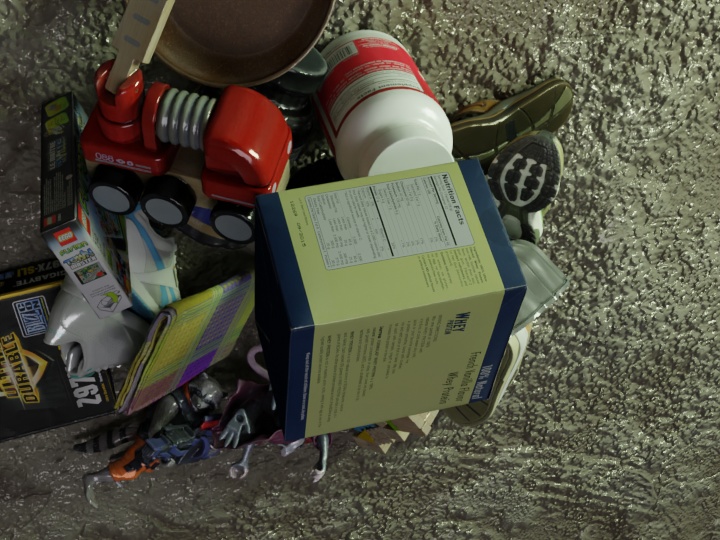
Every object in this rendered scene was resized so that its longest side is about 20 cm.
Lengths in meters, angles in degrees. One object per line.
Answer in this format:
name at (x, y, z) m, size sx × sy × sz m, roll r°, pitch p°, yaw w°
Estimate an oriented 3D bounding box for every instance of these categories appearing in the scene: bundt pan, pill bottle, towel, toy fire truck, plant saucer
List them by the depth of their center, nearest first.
toy fire truck at (-0.145, -0.144, 1.033) m, size 0.174 × 0.130 × 0.201 m, roll 14°, pitch 147°, yaw 7°
plant saucer at (-0.112, -0.262, 1.071) m, size 0.197 × 0.037 × 0.203 m, roll 2°, pitch 102°, yaw 10°
pill bottle at (0.022, -0.136, 1.156) m, size 0.111 × 0.201 × 0.113 m, roll -8°, pitch 127°, yaw -11°
pill bottle at (-0.112, -0.129, 1.180) m, size 0.111 × 0.112 × 0.201 m, roll 14°, pitch 122°, yaw -28°
towel at (-0.173, 0.066, 1.293) m, size 0.200 × 0.023 × 0.145 m, roll -31°, pitch 153°, yaw -58°
bundt pan at (0.123, 0.038, 1.320) m, size 0.201 × 0.202 × 0.076 m, roll -37°, pitch 91°, yaw 12°

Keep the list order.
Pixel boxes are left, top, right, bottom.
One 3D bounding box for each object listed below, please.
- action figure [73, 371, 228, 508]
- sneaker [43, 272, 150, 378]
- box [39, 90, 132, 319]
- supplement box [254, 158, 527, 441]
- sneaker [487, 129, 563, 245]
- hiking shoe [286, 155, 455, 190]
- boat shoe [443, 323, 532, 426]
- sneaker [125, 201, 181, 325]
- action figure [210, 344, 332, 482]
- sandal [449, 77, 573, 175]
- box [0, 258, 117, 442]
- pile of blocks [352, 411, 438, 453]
action figure at (-0.236, 0.184, 1.392) m, size 0.193 × 0.105 × 0.200 m, roll -39°, pitch 165°, yaw 5°
sneaker at (-0.264, 0.077, 1.261) m, size 0.089 × 0.075 × 0.200 m, roll -63°, pitch 151°, yaw -15°
box at (-0.252, -0.063, 1.125) m, size 0.034 × 0.201 × 0.111 m, roll -21°, pitch 132°, yaw 4°
supplement box at (0.017, 0.028, 1.070) m, size 0.197 × 0.136 × 0.201 m, roll -10°, pitch 148°, yaw -12°
sneaker at (0.180, -0.105, 1.300) m, size 0.076 × 0.089 × 0.200 m, roll 25°, pitch 157°, yaw 7°
hiking shoe at (0.014, -0.068, 1.255) m, size 0.198 × 0.075 × 0.087 m, roll -2°, pitch 138°, yaw 28°
boat shoe at (0.158, 0.120, 1.496) m, size 0.068 × 0.075 × 0.201 m, roll -39°, pitch 166°, yaw -37°
sneaker at (-0.217, 0.005, 1.273) m, size 0.081 × 0.076 × 0.201 m, roll -60°, pitch 155°, yaw -21°
action figure at (-0.102, 0.171, 1.439) m, size 0.132 × 0.151 × 0.200 m, roll -2°, pitch 168°, yaw 15°
sandal at (0.132, -0.152, 1.289) m, size 0.199 × 0.055 × 0.082 m, roll -30°, pitch 139°, yaw -13°
box at (-0.359, 0.089, 1.315) m, size 0.158 × 0.050 × 0.202 m, roll -14°, pitch 131°, yaw -10°
pile of blocks at (0.034, 0.163, 1.476) m, size 0.082 × 0.062 × 0.200 m, roll 36°, pitch 155°, yaw -5°
